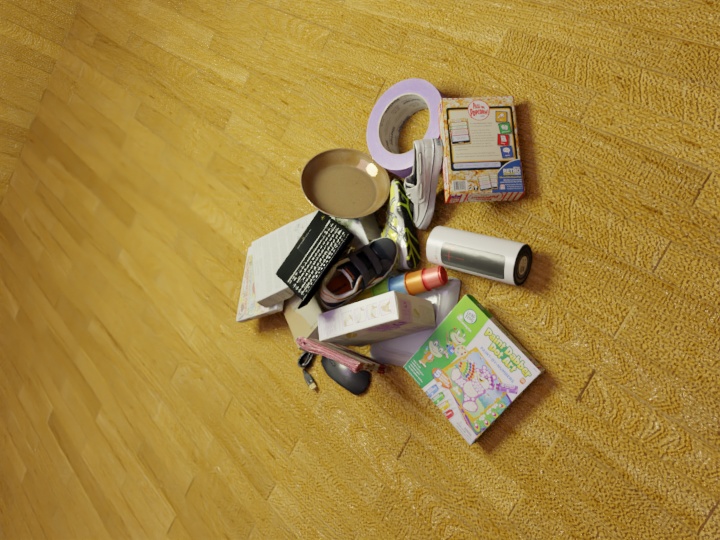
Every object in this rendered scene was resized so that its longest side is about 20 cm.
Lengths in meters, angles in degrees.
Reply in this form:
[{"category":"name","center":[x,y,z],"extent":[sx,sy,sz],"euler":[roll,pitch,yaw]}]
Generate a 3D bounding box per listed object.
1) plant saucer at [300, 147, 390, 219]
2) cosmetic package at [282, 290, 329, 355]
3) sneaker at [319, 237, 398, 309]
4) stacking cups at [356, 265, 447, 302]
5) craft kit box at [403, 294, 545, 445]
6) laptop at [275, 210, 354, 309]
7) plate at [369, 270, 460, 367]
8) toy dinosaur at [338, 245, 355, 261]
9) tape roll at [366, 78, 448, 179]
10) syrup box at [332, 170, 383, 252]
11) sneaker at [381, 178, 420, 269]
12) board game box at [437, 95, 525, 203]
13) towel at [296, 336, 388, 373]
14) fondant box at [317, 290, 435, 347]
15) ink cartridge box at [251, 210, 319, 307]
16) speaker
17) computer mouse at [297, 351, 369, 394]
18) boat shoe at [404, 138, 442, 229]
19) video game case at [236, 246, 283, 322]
[{"category":"plant saucer","center":[-0.034,-0.183,1.326],"extent":[0.202,0.197,0.036],"euler":[61,159,28]},{"category":"cosmetic package","center":[-0.122,0.083,1.410],"extent":[0.106,0.070,0.201],"euler":[-49,45,19]},{"category":"sneaker","center":[0.000,0.000,1.232],"extent":[0.199,0.080,0.079],"euler":[-42,76,-11]},{"category":"stacking cups","center":[0.083,0.034,1.253],"extent":[0.197,0.060,0.062],"euler":[-18,70,34]},{"category":"craft kit box","center":[0.211,0.187,1.157],"extent":[0.200,0.048,0.198],"euler":[46,106,23]},{"category":"laptop","center":[-0.104,-0.030,1.255],"extent":[0.199,0.103,0.179],"euler":[39,94,39]},{"category":"plate","center":[0.105,0.105,1.281],"extent":[0.197,0.032,0.204],"euler":[7,85,39]},{"category":"toy dinosaur","center":[-0.068,-0.027,1.352],"extent":[0.198,0.058,0.103],"euler":[16,89,49]},{"category":"tape roll","center":[0.115,-0.305,1.325],"extent":[0.197,0.084,0.205],"euler":[-8,76,35]},{"category":"syrup box","center":[-0.014,-0.116,1.385],"extent":[0.078,0.081,0.203],"euler":[-35,63,31]},{"category":"sneaker","center":[0.076,-0.100,1.318],"extent":[0.075,0.075,0.204],"euler":[-13,72,34]},{"category":"board game box","center":[0.235,-0.238,1.193],"extent":[0.148,0.046,0.204],"euler":[-2,77,-2]},{"category":"towel","center":[-0.032,0.175,1.244],"extent":[0.142,0.200,0.023],"euler":[21,87,23]},{"category":"fondant box","center":[0.031,0.102,1.226],"extent":[0.198,0.143,0.059],"euler":[-20,68,33]},{"category":"ink cartridge box","center":[-0.157,-0.026,1.388],"extent":[0.197,0.047,0.163],"euler":[-23,58,22]},{"category":"speaker","center":[0.228,-0.031,1.186],"extent":[0.198,0.081,0.083],"euler":[17,91,38]},{"category":"computer mouse","center":[-0.074,0.226,1.382],"extent":[0.200,0.046,0.142],"euler":[44,106,34]},{"category":"boat shoe","center":[0.121,-0.178,1.253],"extent":[0.074,0.064,0.203],"euler":[-104,17,-57]},{"category":"video game case","center":[-0.237,0.017,1.494],"extent":[0.180,0.023,0.204],"euler":[-18,59,46]}]
